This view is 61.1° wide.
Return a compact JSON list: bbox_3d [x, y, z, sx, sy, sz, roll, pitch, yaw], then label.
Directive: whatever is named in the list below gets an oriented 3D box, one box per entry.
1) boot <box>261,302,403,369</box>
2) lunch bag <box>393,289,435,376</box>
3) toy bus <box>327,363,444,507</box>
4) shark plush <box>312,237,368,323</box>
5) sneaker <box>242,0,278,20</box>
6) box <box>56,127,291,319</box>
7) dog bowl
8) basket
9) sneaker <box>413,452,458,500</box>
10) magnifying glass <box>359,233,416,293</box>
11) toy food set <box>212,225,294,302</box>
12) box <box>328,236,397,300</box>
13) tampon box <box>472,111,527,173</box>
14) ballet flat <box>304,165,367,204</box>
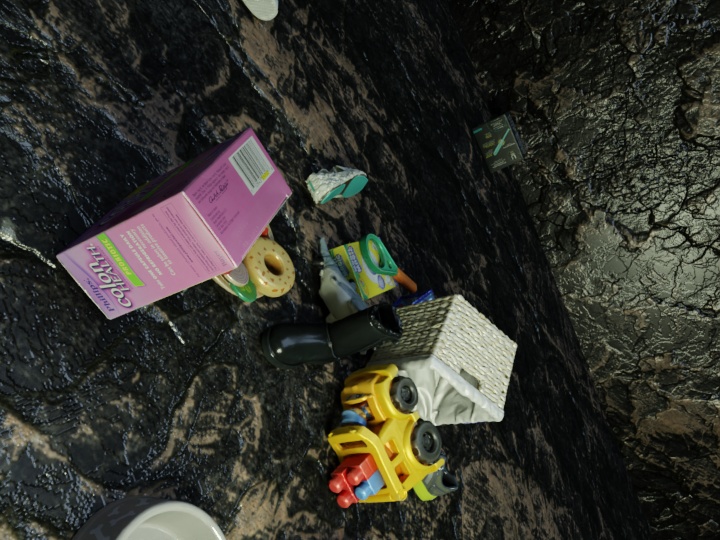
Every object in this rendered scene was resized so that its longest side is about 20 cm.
[{"bbox_3d":[-0.036,0.100,0.956,0.198,0.162,0.074,17,55,-57],"label":"boot"},{"bbox_3d":[0.098,0.152,1.270,0.200,0.094,0.151,-35,105,-49],"label":"lunch bag"},{"bbox_3d":[0.014,0.278,0.985,0.192,0.136,0.201,-28,94,-47],"label":"toy bus"},{"bbox_3d":[-0.038,0.037,1.112,0.083,0.091,0.200,-11,57,-49],"label":"shark plush"},{"bbox_3d":[-0.231,-0.590,1.192,0.082,0.074,0.200,-95,158,-45],"label":"sneaker"},{"bbox_3d":[-0.208,-0.056,0.709,0.097,0.200,0.176,57,30,-22],"label":"box"},{"bbox_3d":[-0.204,0.326,0.608,0.200,0.059,0.201,42,37,-43],"label":"dog bowl"},{"bbox_3d":[0.151,0.171,1.139,0.198,0.200,0.161,39,56,-22],"label":"basket"},{"bbox_3d":[0.116,0.350,1.148,0.200,0.081,0.074,56,30,-24],"label":"sneaker"},{"bbox_3d":[0.061,-0.008,1.265,0.200,0.022,0.080,42,37,-44],"label":"magnifying glass"},{"bbox_3d":[-0.181,-0.049,0.914,0.198,0.049,0.201,-3,75,-63],"label":"toy food set"},{"bbox_3d":[0.000,0.000,1.219,0.200,0.048,0.118,-20,89,-61],"label":"box"},{"bbox_3d":[0.577,-0.531,2.522,0.200,0.150,0.126,65,28,-9],"label":"tampon box"},{"bbox_3d":[-0.048,-0.185,1.243,0.200,0.072,0.072,-29,97,-63],"label":"ballet flat"}]
